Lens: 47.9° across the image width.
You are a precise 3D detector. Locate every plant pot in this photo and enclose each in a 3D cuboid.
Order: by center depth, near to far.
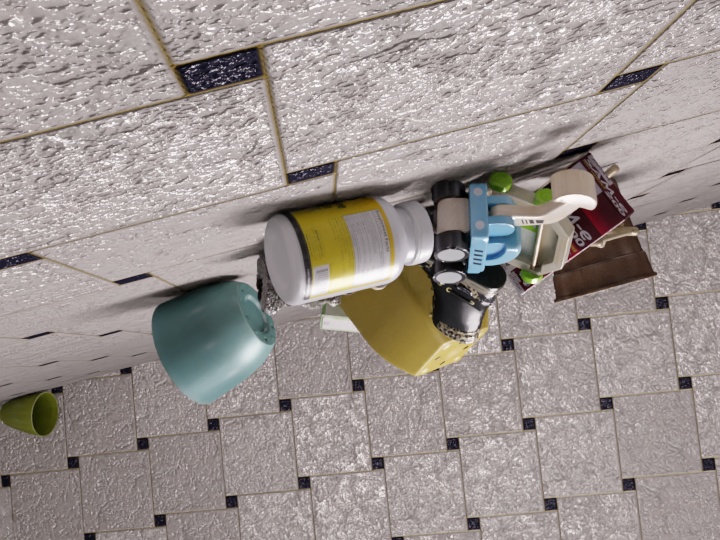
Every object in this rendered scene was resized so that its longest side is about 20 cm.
[{"bbox_3d":[0.112,0.065,1.437,0.193,0.202,0.195,-13,152,-37],"label":"plant pot"},{"bbox_3d":[-0.249,0.112,1.455,0.159,0.203,0.200,-28,172,13],"label":"plant pot"},{"bbox_3d":[0.443,-0.060,1.555,0.197,0.201,0.200,-15,176,-1],"label":"plant pot"},{"bbox_3d":[-1.450,0.618,3.513,0.197,0.191,0.187,-1,179,15],"label":"plant pot"}]

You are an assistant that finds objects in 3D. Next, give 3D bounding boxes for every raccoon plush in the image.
[{"bbox_3d":[-0.080,0.012,1.228,0.132,0.099,0.200,-1,170,-19],"label":"raccoon plush"}]

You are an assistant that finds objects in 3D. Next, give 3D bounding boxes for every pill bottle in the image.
[{"bbox_3d":[-0.013,-0.031,1.012,0.197,0.114,0.112,-13,175,-25],"label":"pill bottle"}]

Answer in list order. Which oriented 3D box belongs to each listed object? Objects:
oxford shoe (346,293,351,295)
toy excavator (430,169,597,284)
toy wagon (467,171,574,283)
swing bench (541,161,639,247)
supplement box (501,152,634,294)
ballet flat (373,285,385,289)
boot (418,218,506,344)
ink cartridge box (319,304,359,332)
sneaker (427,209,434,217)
[{"bbox_3d":[-0.029,-0.019,1.200,0.070,0.074,0.200,-12,161,7],"label":"oxford shoe"},{"bbox_3d":[0.191,-0.067,1.051,0.196,0.101,0.195,-2,154,3],"label":"toy excavator"},{"bbox_3d":[0.203,-0.070,1.150,0.040,0.198,0.157,-48,152,-34],"label":"toy wagon"},{"bbox_3d":[0.319,-0.083,1.331,0.198,0.132,0.198,-20,175,36],"label":"swing bench"},{"bbox_3d":[0.285,-0.066,1.189,0.200,0.109,0.061,-42,172,35],"label":"supplement box"},{"bbox_3d":[0.016,-0.025,1.216,0.057,0.067,0.201,-37,158,-17],"label":"ballet flat"},{"bbox_3d":[0.114,0.015,1.229,0.073,0.202,0.155,-44,157,-36],"label":"boot"},{"bbox_3d":[0.022,0.057,1.605,0.196,0.147,0.048,6,134,-3],"label":"ink cartridge box"},{"bbox_3d":[0.120,-0.065,1.280,0.197,0.075,0.081,-19,170,20],"label":"sneaker"}]
